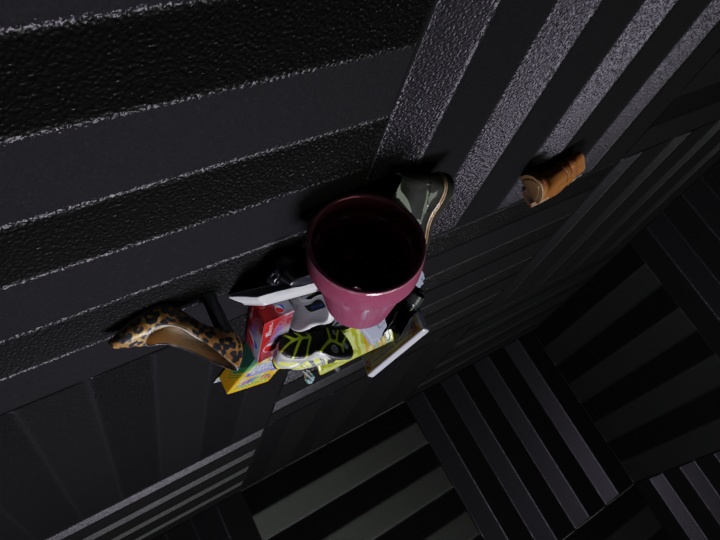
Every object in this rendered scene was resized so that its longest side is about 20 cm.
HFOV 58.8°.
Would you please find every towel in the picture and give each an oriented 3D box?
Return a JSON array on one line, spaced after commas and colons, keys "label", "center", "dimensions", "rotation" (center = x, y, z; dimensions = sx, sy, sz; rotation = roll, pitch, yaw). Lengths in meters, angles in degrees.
[{"label": "towel", "center": [-0.014, 0.161, 1.443], "dimensions": [0.197, 0.018, 0.088], "rotation": [-24, 116, -20]}]

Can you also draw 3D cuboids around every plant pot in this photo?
[{"label": "plant pot", "center": [0.004, 0.001, 1.094], "dimensions": [0.197, 0.202, 0.180], "rotation": [-25, 153, -19]}]

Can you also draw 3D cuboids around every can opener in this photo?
[{"label": "can opener", "center": [-0.101, -0.002, 1.168], "dimensions": [0.064, 0.079, 0.199], "rotation": [-49, 165, 23]}]

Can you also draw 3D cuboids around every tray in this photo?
[{"label": "tray", "center": [-0.134, 0.037, 1.180], "dimensions": [0.198, 0.023, 0.106], "rotation": [-14, -171, -42]}]

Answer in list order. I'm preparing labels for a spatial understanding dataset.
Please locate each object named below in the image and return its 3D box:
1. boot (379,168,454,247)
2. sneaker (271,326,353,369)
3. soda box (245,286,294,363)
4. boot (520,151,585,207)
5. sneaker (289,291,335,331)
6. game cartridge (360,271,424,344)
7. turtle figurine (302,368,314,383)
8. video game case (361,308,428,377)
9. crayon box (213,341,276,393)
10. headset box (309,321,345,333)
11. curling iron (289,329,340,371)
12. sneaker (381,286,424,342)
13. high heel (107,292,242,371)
[{"label": "boot", "center": [0.069, -0.095, 1.157], "dimensions": [0.136, 0.078, 0.203], "rotation": [1, 122, -39]}, {"label": "sneaker", "center": [-0.102, 0.170, 1.357], "dimensions": [0.197, 0.077, 0.076], "rotation": [6, 142, -38]}, {"label": "soda box", "center": [-0.188, 0.113, 1.296], "dimensions": [0.069, 0.064, 0.201], "rotation": [-23, 158, -25]}, {"label": "boot", "center": [0.455, -0.217, 1.477], "dimensions": [0.154, 0.078, 0.200], "rotation": [-33, 163, 7]}, {"label": "sneaker", "center": [-0.070, 0.074, 1.268], "dimensions": [0.110, 0.075, 0.198], "rotation": [-11, -177, -34]}, {"label": "game cartridge", "center": [0.055, 0.047, 1.398], "dimensions": [0.201, 0.040, 0.134], "rotation": [-50, 135, -17]}, {"label": "turtle figurine", "center": [-0.101, 0.186, 1.546], "dimensions": [0.150, 0.100, 0.200], "rotation": [-51, 168, 3]}, {"label": "video game case", "center": [0.063, 0.125, 1.540], "dimensions": [0.023, 0.184, 0.200], "rotation": [20, 128, -41]}, {"label": "crayon box", "center": [-0.242, 0.218, 1.481], "dimensions": [0.124, 0.052, 0.200], "rotation": [-11, 152, -46]}, {"label": "headset box", "center": [-0.018, 0.084, 1.470], "dimensions": [0.197, 0.076, 0.149], "rotation": [-17, 156, -37]}, {"label": "curling iron", "center": [-0.113, 0.163, 1.420], "dimensions": [0.049, 0.026, 0.200], "rotation": [-40, 119, 12]}, {"label": "sneaker", "center": [0.086, 0.081, 1.319], "dimensions": [0.106, 0.059, 0.200], "rotation": [-60, -179, 6]}, {"label": "high heel", "center": [-0.295, 0.127, 1.044], "dimensions": [0.197, 0.144, 0.072], "rotation": [-21, 158, -30]}]
